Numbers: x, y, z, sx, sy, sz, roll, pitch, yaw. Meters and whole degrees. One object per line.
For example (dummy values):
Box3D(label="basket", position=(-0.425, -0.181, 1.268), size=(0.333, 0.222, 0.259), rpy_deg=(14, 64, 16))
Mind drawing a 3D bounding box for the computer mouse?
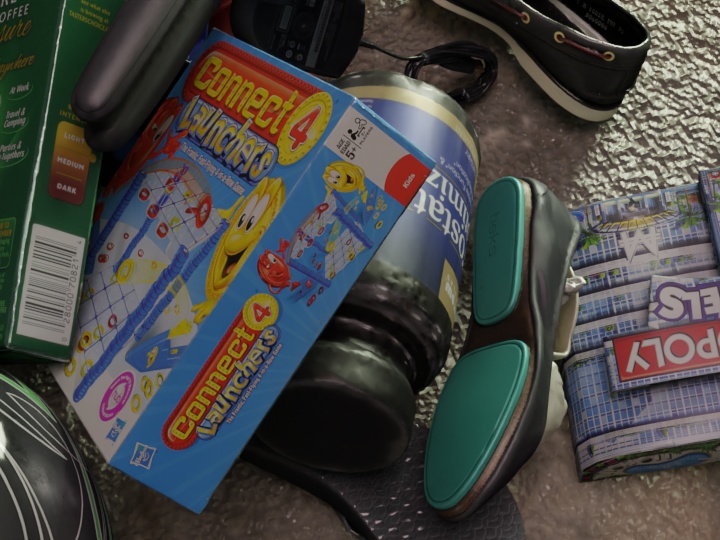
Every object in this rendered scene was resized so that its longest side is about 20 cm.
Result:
Box3D(label="computer mouse", position=(0.004, -0.136, 0.845), size=(0.034, 0.198, 0.059), rpy_deg=(31, 105, 49))

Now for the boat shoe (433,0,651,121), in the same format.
Box3D(label="boat shoe", position=(0.096, -0.180, 0.892), size=(0.201, 0.063, 0.073), rpy_deg=(42, 47, 15))

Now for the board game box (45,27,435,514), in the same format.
Box3D(label="board game box", position=(-0.078, -0.012, 0.722), size=(0.056, 0.200, 0.197), rpy_deg=(34, 90, -31))

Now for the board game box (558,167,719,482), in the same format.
Box3D(label="board game box", position=(0.208, 0.046, 0.782), size=(0.197, 0.062, 0.203), rpy_deg=(-10, 65, 7))

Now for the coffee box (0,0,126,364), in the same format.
Box3D(label="coffee box", position=(-0.185, -0.052, 0.752), size=(0.044, 0.122, 0.203), rpy_deg=(17, 74, -43))

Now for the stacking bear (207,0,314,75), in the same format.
Box3D(label="stacking bear", position=(-0.097, -0.183, 0.877), size=(0.113, 0.122, 0.202), rpy_deg=(-29, 78, -9))

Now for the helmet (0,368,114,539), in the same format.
Box3D(label="helmet", position=(-0.212, 0.136, 0.680), size=(0.188, 0.201, 0.203), rpy_deg=(-11, 66, 0))

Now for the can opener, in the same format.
Box3D(label="can opener", position=(-0.086, -0.147, 0.733), size=(0.078, 0.064, 0.201), rpy_deg=(22, 60, 25))

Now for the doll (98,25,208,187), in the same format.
Box3D(label="doll", position=(-0.133, -0.107, 0.819), size=(0.134, 0.048, 0.203), rpy_deg=(4, 101, 2))

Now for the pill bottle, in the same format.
Box3D(label="pill bottle", position=(0.000, 0.000, 0.770), size=(0.110, 0.113, 0.202), rpy_deg=(10, 54, 3))

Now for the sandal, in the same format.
Box3D(label="sandal", position=(0.007, 0.114, 0.781), size=(0.199, 0.043, 0.076), rpy_deg=(32, 61, 23))

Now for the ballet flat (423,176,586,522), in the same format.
Box3D(label="ballet flat", position=(0.086, 0.045, 0.764), size=(0.072, 0.073, 0.203), rpy_deg=(11, 63, 3))
